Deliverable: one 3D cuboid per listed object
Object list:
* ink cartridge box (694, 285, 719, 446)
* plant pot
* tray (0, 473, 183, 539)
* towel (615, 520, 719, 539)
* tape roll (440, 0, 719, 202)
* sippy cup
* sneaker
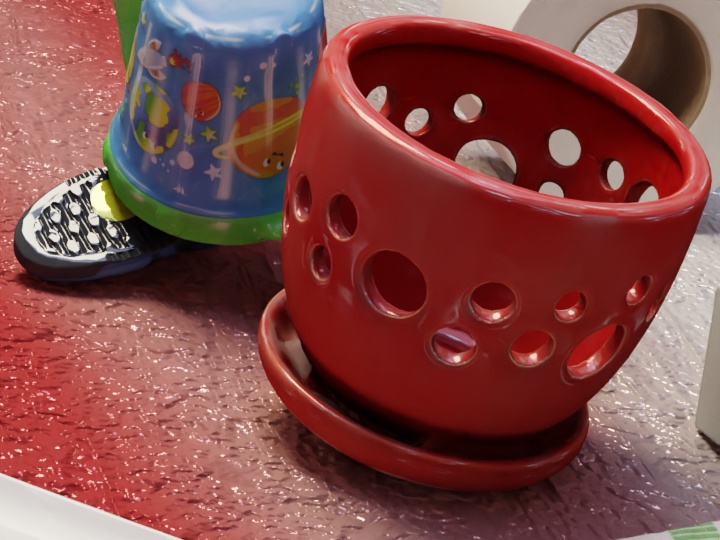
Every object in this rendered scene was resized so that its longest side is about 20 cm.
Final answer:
[{"bbox_3d":[0.295,0.070,1.221,0.198,0.084,0.147,5,11,-13],"label":"ink cartridge box"},{"bbox_3d":[0.052,-0.002,1.155,0.199,0.184,0.201,15,25,-7],"label":"plant pot"},{"bbox_3d":[-0.106,0.136,0.964,0.199,0.022,0.107,17,21,19],"label":"tray"},{"bbox_3d":[0.143,0.143,0.989,0.198,0.024,0.153,-11,21,-5],"label":"towel"},{"bbox_3d":[0.166,-0.148,1.599,0.201,0.204,0.139,4,21,-16],"label":"tape roll"},{"bbox_3d":[-0.073,-0.107,1.299,0.177,0.131,0.140,16,43,10],"label":"sippy cup"},{"bbox_3d":[-0.115,-0.028,1.368,0.199,0.079,0.066,-26,67,-32],"label":"sneaker"}]
